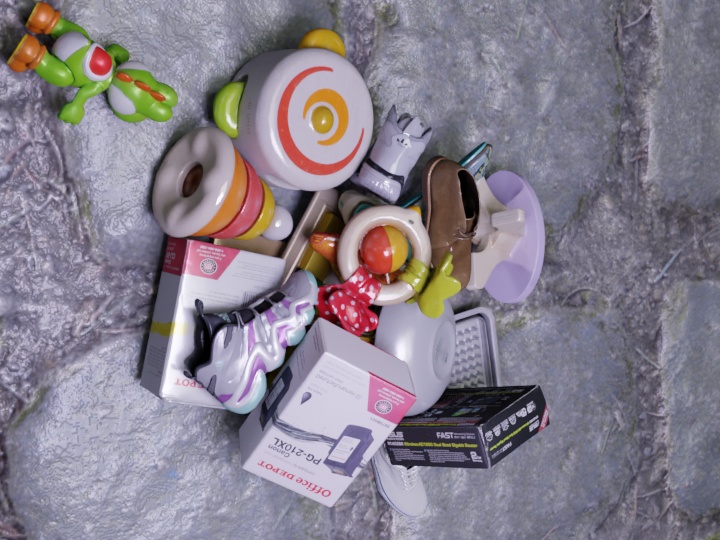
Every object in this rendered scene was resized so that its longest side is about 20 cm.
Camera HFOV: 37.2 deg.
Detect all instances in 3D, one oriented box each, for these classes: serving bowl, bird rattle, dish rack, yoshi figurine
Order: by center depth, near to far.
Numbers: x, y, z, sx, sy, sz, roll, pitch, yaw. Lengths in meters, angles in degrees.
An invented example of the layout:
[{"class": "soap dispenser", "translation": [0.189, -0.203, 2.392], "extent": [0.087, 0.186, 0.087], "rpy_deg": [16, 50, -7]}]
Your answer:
[{"class": "yoshi figurine", "translation": [-0.321, -0.234, 1.296], "extent": [0.198, 0.113, 0.113], "rpy_deg": [27, 114, -21]}, {"class": "bird rattle", "translation": [0.028, -0.002, 1.409], "extent": [0.196, 0.113, 0.167], "rpy_deg": [-10, 91, -3]}, {"class": "serving bowl", "translation": [0.090, 0.110, 1.519], "extent": [0.199, 0.065, 0.205], "rpy_deg": [-20, 112, -61]}, {"class": "dish rack", "translation": [0.145, 0.166, 1.677], "extent": [0.169, 0.043, 0.204], "rpy_deg": [-15, 105, -30]}]

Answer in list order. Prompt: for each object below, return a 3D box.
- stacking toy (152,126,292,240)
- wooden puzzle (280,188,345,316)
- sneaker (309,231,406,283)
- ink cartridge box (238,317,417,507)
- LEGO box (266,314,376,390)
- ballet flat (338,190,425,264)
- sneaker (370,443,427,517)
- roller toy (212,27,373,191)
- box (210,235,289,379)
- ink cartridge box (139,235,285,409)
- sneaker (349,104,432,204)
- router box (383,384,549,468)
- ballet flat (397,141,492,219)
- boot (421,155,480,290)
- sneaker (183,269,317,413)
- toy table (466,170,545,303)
[{"class": "stacking toy", "translation": [-0.160, -0.084, 1.399], "extent": [0.199, 0.145, 0.149], "rpy_deg": [28, 81, -44]}, {"class": "wooden puzzle", "translation": [-0.038, 0.001, 1.515], "extent": [0.184, 0.037, 0.203], "rpy_deg": [35, 75, -44]}, {"class": "sneaker", "translation": [0.000, 0.000, 1.479], "extent": [0.199, 0.072, 0.078], "rpy_deg": [29, 81, -45]}, {"class": "ink cartridge box", "translation": [-0.045, 0.184, 1.356], "extent": [0.143, 0.085, 0.201], "rpy_deg": [28, 112, -22]}, {"class": "LEGO box", "translation": [-0.055, 0.170, 1.491], "extent": [0.147, 0.077, 0.204], "rpy_deg": [10, 100, -44]}, {"class": "ballet flat", "translation": [0.044, -0.058, 1.519], "extent": [0.199, 0.069, 0.071], "rpy_deg": [30, 80, -37]}, {"class": "sneaker", "translation": [0.057, 0.298, 1.618], "extent": [0.073, 0.070, 0.202], "rpy_deg": [-37, 114, -24]}, {"class": "roller toy", "translation": [-0.078, -0.202, 1.422], "extent": [0.200, 0.139, 0.184], "rpy_deg": [-41, 117, -23]}, {"class": "box", "translation": [-0.152, 0.053, 1.476], "extent": [0.161, 0.021, 0.204], "rpy_deg": [14, 89, -35]}, {"class": "ink cartridge box", "translation": [-0.193, 0.070, 1.388], "extent": [0.143, 0.083, 0.204], "rpy_deg": [12, 88, -32]}, {"class": "sneaker", "translation": [0.045, -0.158, 1.473], "extent": [0.074, 0.200, 0.116], "rpy_deg": [30, 91, -5]}, {"class": "router box", "translation": [0.148, 0.222, 1.522], "extent": [0.149, 0.198, 0.063], "rpy_deg": [-23, 99, -42]}, {"class": "ballet flat", "translation": [0.126, -0.107, 1.563], "extent": [0.199, 0.075, 0.074], "rpy_deg": [-35, 122, 23]}, {"class": "boot", "translation": [0.133, -0.055, 1.496], "extent": [0.073, 0.075, 0.204], "rpy_deg": [-23, 117, -28]}, {"class": "sneaker", "translation": [-0.145, 0.062, 1.322], "extent": [0.139, 0.077, 0.202], "rpy_deg": [37, 75, -31]}, {"class": "toy table", "translation": [0.197, -0.058, 1.611], "extent": [0.116, 0.182, 0.204], "rpy_deg": [8, 65, -47]}]
